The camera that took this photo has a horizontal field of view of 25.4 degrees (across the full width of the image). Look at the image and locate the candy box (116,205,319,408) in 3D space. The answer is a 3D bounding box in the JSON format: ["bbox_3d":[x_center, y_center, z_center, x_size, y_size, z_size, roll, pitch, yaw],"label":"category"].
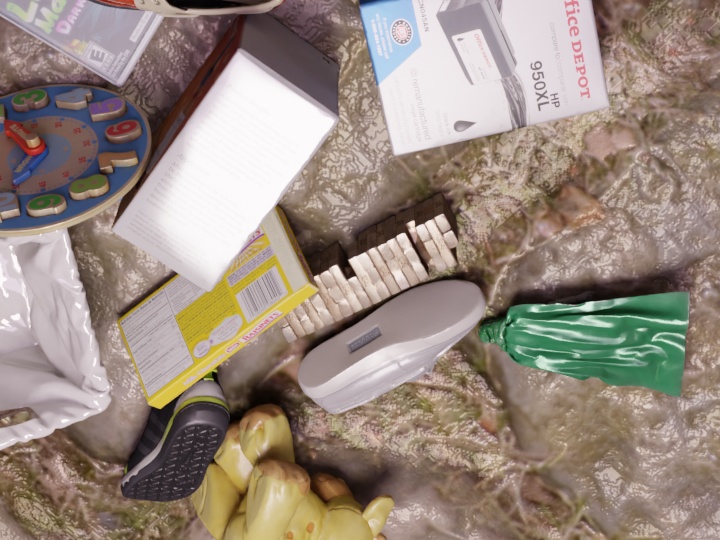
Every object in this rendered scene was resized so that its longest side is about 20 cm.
[{"bbox_3d":[-0.137,0.034,1.509,0.200,0.103,0.026,-36,145,15],"label":"candy box"}]

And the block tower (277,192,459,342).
[{"bbox_3d":[0.000,0.000,1.514,0.199,0.058,0.054,-25,111,12],"label":"block tower"}]

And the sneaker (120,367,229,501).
[{"bbox_3d":[-0.179,0.160,1.584,0.071,0.083,0.200,14,140,-28],"label":"sneaker"}]

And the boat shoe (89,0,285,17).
[{"bbox_3d":[-0.158,-0.250,1.373,0.199,0.063,0.072,3,116,-1],"label":"boat shoe"}]

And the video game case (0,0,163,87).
[{"bbox_3d":[-0.239,-0.289,1.400,0.181,0.023,0.200,31,111,-13],"label":"video game case"}]

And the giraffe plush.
[{"bbox_3d":[-0.057,0.246,1.580,0.161,0.201,0.172,11,149,-31],"label":"giraffe plush"}]

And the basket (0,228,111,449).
[{"bbox_3d":[-0.356,0.047,1.447,0.197,0.161,0.201,-20,116,-19],"label":"basket"}]

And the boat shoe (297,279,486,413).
[{"bbox_3d":[0.038,0.080,1.548,0.199,0.072,0.069,-32,132,6],"label":"boat shoe"}]

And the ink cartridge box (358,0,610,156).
[{"bbox_3d":[0.109,-0.200,1.408,0.199,0.084,0.145,-12,114,5],"label":"ink cartridge box"}]

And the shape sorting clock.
[{"bbox_3d":[-0.280,-0.101,1.391,0.199,0.201,0.039,-10,134,4],"label":"shape sorting clock"}]

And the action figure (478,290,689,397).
[{"bbox_3d":[0.213,0.062,1.544,0.199,0.055,0.119,3,116,6],"label":"action figure"}]

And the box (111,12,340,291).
[{"bbox_3d":[-0.116,-0.111,1.410,0.106,0.152,0.200,33,109,-14],"label":"box"}]
